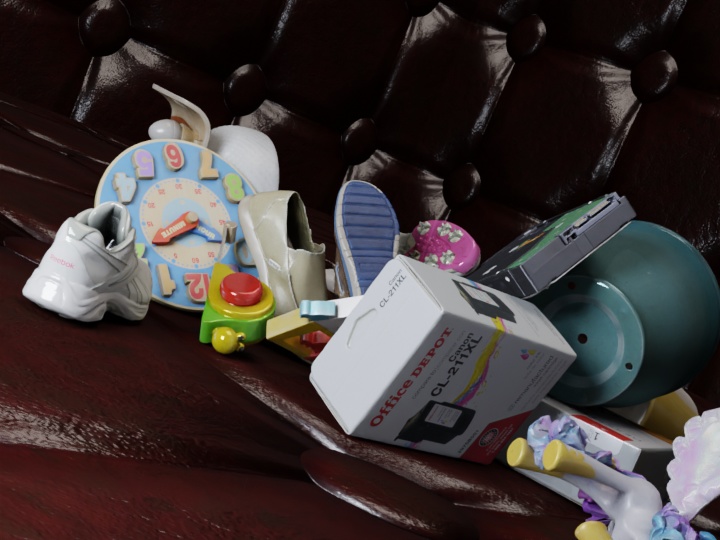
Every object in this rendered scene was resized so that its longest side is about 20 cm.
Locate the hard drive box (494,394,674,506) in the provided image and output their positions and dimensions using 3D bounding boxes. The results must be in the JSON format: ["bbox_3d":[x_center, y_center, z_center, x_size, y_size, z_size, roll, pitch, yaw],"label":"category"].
[{"bbox_3d":[0.234,0.186,1.281,0.155,0.077,0.200,26,6,27],"label":"hard drive box"}]

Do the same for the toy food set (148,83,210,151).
[{"bbox_3d":[-0.241,-0.108,1.428,0.060,0.201,0.143,15,8,-28],"label":"toy food set"}]

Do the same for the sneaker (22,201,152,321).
[{"bbox_3d":[-0.220,-0.011,1.094,0.078,0.100,0.200,24,5,5],"label":"sneaker"}]

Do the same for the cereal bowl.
[{"bbox_3d":[-0.179,-0.080,1.460,0.083,0.201,0.200,16,8,-31],"label":"cereal bowl"}]

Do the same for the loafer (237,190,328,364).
[{"bbox_3d":[-0.066,0.004,1.307,0.076,0.068,0.201,-16,81,-62],"label":"loafer"}]

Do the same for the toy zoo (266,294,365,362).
[{"bbox_3d":[0.002,0.066,1.186,0.131,0.021,0.200,-15,-29,31],"label":"toy zoo"}]

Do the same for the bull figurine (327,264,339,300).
[{"bbox_3d":[0.024,0.056,1.397,0.200,0.065,0.121,30,-7,48],"label":"bull figurine"}]

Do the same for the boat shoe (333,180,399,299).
[{"bbox_3d":[0.000,0.000,1.304,0.072,0.201,0.072,7,-33,-22],"label":"boat shoe"}]

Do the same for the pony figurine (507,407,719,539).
[{"bbox_3d":[0.209,0.184,0.933,0.199,0.167,0.194,26,36,-17],"label":"pony figurine"}]

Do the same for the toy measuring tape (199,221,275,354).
[{"bbox_3d":[-0.115,0.017,1.228,0.073,0.074,0.200,22,32,-13],"label":"toy measuring tape"}]

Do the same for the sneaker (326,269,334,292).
[{"bbox_3d":[-0.088,0.022,1.610,0.199,0.071,0.080,19,12,23],"label":"sneaker"}]

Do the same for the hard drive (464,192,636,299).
[{"bbox_3d":[0.179,-0.013,1.262,0.038,0.139,0.200,55,-21,-2],"label":"hard drive"}]

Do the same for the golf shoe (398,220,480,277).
[{"bbox_3d":[0.075,-0.007,1.431,0.199,0.076,0.092,2,-35,51],"label":"golf shoe"}]

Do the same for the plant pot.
[{"bbox_3d":[0.260,0.059,1.306,0.199,0.201,0.188,26,21,24],"label":"plant pot"}]

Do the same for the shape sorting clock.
[{"bbox_3d":[-0.184,-0.051,1.312,0.199,0.201,0.039,21,-30,-25],"label":"shape sorting clock"}]

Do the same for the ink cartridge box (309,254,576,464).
[{"bbox_3d":[0.076,0.087,1.120,0.199,0.146,0.083,18,25,-44],"label":"ink cartridge box"}]

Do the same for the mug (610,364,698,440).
[{"bbox_3d":[0.336,0.195,1.517,0.149,0.188,0.153,-16,-34,41],"label":"mug"}]
